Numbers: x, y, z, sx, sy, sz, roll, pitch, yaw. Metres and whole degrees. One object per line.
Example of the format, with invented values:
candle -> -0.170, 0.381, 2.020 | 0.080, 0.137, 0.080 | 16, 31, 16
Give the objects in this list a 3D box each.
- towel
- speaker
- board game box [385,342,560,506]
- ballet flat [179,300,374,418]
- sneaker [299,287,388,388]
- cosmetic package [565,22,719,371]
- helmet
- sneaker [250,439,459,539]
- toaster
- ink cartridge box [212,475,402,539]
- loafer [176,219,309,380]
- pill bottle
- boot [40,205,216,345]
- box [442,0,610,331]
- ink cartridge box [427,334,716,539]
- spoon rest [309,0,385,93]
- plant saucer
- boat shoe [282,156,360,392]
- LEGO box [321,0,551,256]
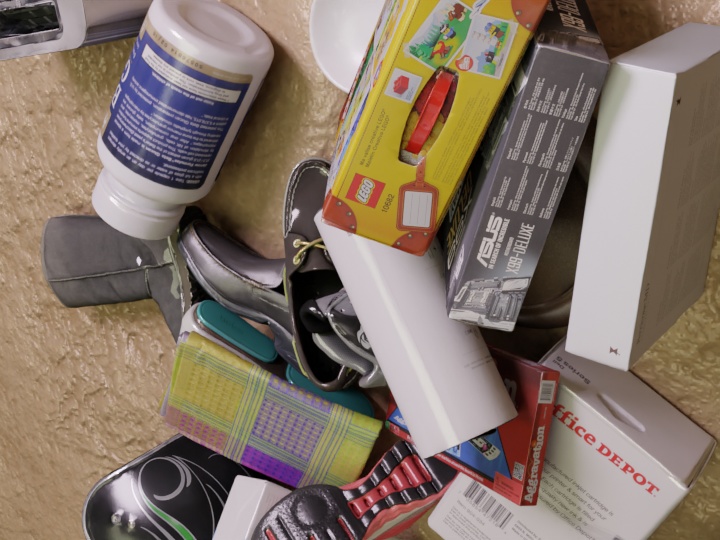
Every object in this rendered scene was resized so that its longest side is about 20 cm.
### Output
towel -> -0.087, 0.134, 1.051 | 0.199, 0.023, 0.144 | 25, 137, 3
speaker -> 0.041, 0.034, 0.863 | 0.081, 0.081, 0.201 | -30, 82, 38
board game box -> 0.083, 0.106, 0.940 | 0.200, 0.019, 0.104 | 19, 101, 59
ballet flat -> -0.081, 0.101, 1.073 | 0.199, 0.070, 0.070 | 32, 127, -6
sneaker -> 0.000, 0.000, 0.934 | 0.075, 0.115, 0.201 | -48, 56, 59
cosmetic package -> 0.201, -0.054, 0.787 | 0.051, 0.151, 0.201 | 17, 117, 27
helmet -> -0.170, 0.266, 1.143 | 0.200, 0.200, 0.191 | -34, 85, 38
sneaker -> 0.001, 0.220, 1.023 | 0.074, 0.199, 0.087 | 58, 166, 31
toaster -> -0.269, -0.282, 1.032 | 0.199, 0.119, 0.182 | 0, 110, 34
ink cartridge box -> -0.040, 0.280, 1.074 | 0.199, 0.116, 0.067 | 30, 161, -26
loafer -> -0.078, 0.013, 1.062 | 0.200, 0.073, 0.072 | 38, 117, 3
pill bottle -> -0.163, -0.129, 1.015 | 0.111, 0.111, 0.200 | 38, 119, 15
boot -> -0.228, 0.023, 1.160 | 0.199, 0.072, 0.183 | -8, 91, 29
box -> 0.105, -0.084, 0.796 | 0.049, 0.158, 0.201 | 13, 121, -5
ink cartridge box -> 0.167, 0.172, 0.946 | 0.145, 0.084, 0.200 | 39, 126, 14
spoon rest -> 0.041, -0.175, 0.903 | 0.199, 0.061, 0.100 | 15, 117, 28
plant saucer -> 0.123, -0.043, 0.921 | 0.199, 0.032, 0.201 | 13, 115, 29
boat shoe -> -0.030, 0.002, 0.991 | 0.071, 0.061, 0.202 | -7, 89, 4
LEGO box -> 0.047, -0.137, 0.772 | 0.077, 0.149, 0.201 | 19, 126, -8
